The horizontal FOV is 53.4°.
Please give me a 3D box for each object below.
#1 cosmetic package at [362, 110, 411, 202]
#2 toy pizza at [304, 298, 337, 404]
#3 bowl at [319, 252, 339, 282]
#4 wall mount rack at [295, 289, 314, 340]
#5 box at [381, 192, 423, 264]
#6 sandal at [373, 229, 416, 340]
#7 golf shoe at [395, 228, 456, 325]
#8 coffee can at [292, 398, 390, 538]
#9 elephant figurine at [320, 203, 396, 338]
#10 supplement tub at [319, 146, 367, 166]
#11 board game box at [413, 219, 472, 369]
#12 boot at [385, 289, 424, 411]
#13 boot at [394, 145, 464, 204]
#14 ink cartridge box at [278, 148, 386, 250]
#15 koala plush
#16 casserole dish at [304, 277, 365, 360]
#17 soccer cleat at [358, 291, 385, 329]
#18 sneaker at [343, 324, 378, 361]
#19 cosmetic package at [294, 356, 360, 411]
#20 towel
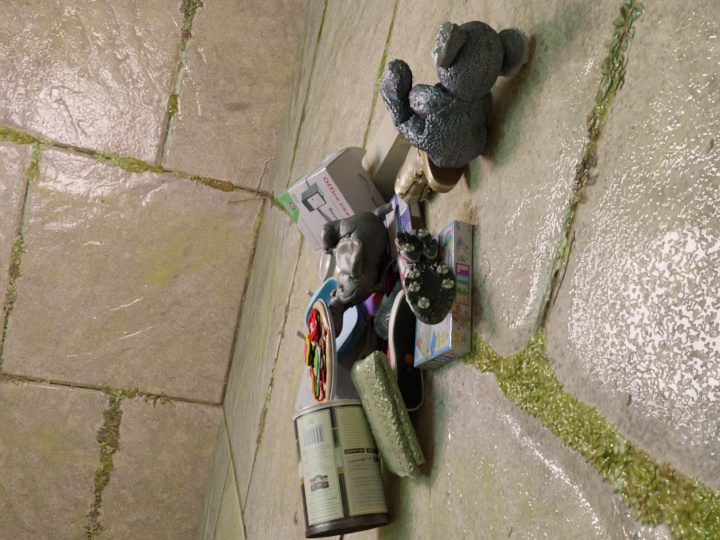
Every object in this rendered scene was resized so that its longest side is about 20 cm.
[{"bbox_3d":[0.069,-0.239,1.430,0.201,0.072,0.105,123,152,-50],"label":"cosmetic package"},{"bbox_3d":[-0.078,0.154,1.299,0.200,0.031,0.205,179,90,-75],"label":"toy pizza"},{"bbox_3d":[-0.028,-0.007,1.544,0.200,0.106,0.204,-170,90,-73],"label":"bowl"},{"bbox_3d":[-0.089,0.150,1.604,0.176,0.073,0.202,86,-169,-46],"label":"wall mount rack"},{"bbox_3d":[0.063,-0.065,1.381,0.200,0.032,0.123,129,141,-52],"label":"box"},{"bbox_3d":[0.069,0.027,1.253,0.075,0.048,0.204,25,100,42],"label":"sandal"},{"bbox_3d":[0.099,0.023,1.084,0.202,0.075,0.089,-98,5,-52],"label":"golf shoe"},{"bbox_3d":[-0.035,0.339,1.223,0.147,0.144,0.204,129,136,-57],"label":"coffee can"},{"bbox_3d":[0.000,0.000,1.320,0.157,0.138,0.202,97,167,-46],"label":"elephant figurine"},{"bbox_3d":[-0.040,-0.188,1.629,0.200,0.143,0.149,149,130,-68],"label":"supplement tub"},{"bbox_3d":[0.129,0.041,1.120,0.134,0.034,0.204,137,141,-63],"label":"board game box"},{"bbox_3d":[0.062,0.135,1.229,0.144,0.071,0.204,159,116,-72],"label":"boot"},{"bbox_3d":[0.113,-0.166,1.232,0.202,0.071,0.157,-93,22,-43],"label":"boot"},{"bbox_3d":[-0.060,-0.143,1.476,0.084,0.147,0.199,-43,13,-35],"label":"ink cartridge box"},{"bbox_3d":[0.148,-0.278,1.055,0.201,0.174,0.187,122,142,-48],"label":"koala plush"},{"bbox_3d":[-0.048,0.098,1.405,0.122,0.038,0.200,-55,34,12],"label":"casserole dish"},{"bbox_3d":[0.021,0.082,1.393,0.199,0.066,0.078,-18,51,66],"label":"soccer cleat"},{"bbox_3d":[-0.031,0.160,1.491,0.201,0.080,0.076,122,153,-51],"label":"sneaker"},{"bbox_3d":[-0.042,0.249,1.395,0.199,0.051,0.154,32,110,45],"label":"cosmetic package"},{"bbox_3d":[0.041,0.235,1.155,0.148,0.036,0.204,136,117,-69],"label":"towel"}]
